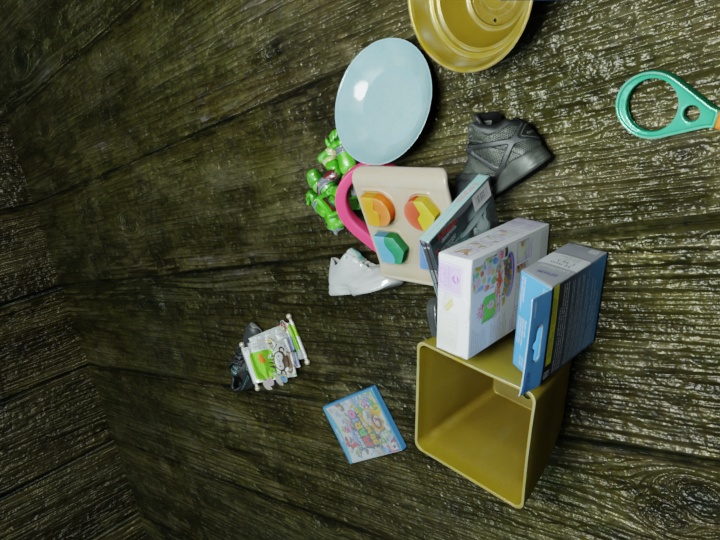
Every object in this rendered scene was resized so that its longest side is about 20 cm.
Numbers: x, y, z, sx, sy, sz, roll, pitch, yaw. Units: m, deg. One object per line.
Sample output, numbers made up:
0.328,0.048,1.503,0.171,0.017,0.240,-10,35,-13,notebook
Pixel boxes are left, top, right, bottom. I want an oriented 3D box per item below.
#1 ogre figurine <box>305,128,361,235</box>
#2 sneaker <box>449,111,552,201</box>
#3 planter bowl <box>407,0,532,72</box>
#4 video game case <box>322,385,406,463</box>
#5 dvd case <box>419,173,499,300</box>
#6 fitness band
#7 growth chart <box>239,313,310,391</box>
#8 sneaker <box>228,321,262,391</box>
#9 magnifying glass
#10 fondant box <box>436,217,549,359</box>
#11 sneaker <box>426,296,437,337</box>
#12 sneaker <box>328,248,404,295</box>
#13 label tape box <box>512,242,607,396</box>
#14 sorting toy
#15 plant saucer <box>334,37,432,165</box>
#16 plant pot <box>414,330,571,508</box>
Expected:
-0.047,-0.150,1.179,0.200,0.098,0.121,-43,63,36,ogre figurine
0.177,-0.159,0.954,0.199,0.076,0.115,-36,79,45,sneaker
0.164,-0.374,0.861,0.199,0.083,0.203,23,123,39,planter bowl
0.004,0.339,1.401,0.200,0.018,0.144,-33,83,49,video game case
0.156,-0.016,0.929,0.022,0.146,0.201,23,149,39,dvd case
0.050,-0.097,1.089,0.199,0.038,0.144,39,124,-9,fitness band
-0.204,0.202,1.528,0.199,0.018,0.146,-28,87,31,growth chart
-0.283,0.223,1.611,0.075,0.079,0.202,31,126,35,sneaker
0.395,-0.181,0.749,0.199,0.022,0.080,26,125,36,magnifying glass
0.192,0.020,0.920,0.058,0.199,0.146,18,120,40,fondant box
0.170,0.105,1.088,0.104,0.060,0.202,-12,95,53,sneaker
0.000,0.000,1.220,0.199,0.075,0.090,-6,91,49,sneaker
0.254,0.061,0.871,0.066,0.199,0.145,22,122,41,label tape box
0.076,-0.065,1.017,0.184,0.036,0.202,10,127,41,sorting toy
0.043,-0.270,1.045,0.199,0.038,0.204,-1,88,40,plant saucer
0.216,0.194,0.989,0.199,0.176,0.202,21,124,39,plant pot
